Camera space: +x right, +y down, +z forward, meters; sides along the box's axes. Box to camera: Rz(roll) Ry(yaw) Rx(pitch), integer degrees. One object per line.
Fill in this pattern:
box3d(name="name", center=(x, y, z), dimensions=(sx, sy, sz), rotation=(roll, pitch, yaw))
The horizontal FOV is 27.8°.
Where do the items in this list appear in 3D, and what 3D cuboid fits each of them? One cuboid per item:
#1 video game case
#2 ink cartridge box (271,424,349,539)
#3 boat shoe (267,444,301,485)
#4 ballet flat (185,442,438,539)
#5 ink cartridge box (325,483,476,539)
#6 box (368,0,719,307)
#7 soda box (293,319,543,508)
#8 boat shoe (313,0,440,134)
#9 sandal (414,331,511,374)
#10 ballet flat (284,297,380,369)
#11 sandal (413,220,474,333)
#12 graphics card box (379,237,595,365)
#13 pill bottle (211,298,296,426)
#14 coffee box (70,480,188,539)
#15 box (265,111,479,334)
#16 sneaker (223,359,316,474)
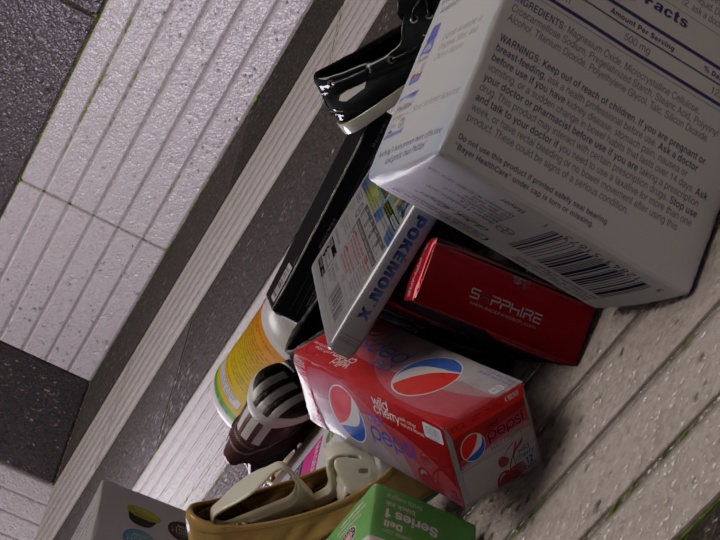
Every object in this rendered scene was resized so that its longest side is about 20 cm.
box3d(name="video game case", center=(0.023, -0.047, 1.044), dimensions=(0.182, 0.022, 0.200), rotation=(-59, 12, 11))
box3d(name="ink cartridge box", center=(-0.021, 0.206, 1.166), dimensions=(0.165, 0.075, 0.200), rotation=(-56, 14, 35))
box3d(name="boat shoe", center=(-0.057, 0.185, 1.373), dimensions=(0.071, 0.063, 0.200), rotation=(-40, 28, 56))
box3d(name="ballet flat", center=(-0.030, 0.158, 1.032), dimensions=(0.200, 0.063, 0.069), rotation=(-23, 21, -4))
box3d(name="ink cartridge box", center=(0.000, 0.265, 0.943), dimensions=(0.146, 0.084, 0.200), rotation=(-54, 15, 37))
box3d(name="box", center=(0.134, -0.107, 0.900), dimensions=(0.105, 0.184, 0.200), rotation=(-15, 49, 66))
box3d(name="soda box", center=(0.034, 0.090, 0.999), dimensions=(0.070, 0.063, 0.200), rotation=(-28, 25, -24))
box3d(name="boat shoe", center=(0.044, -0.194, 1.192), dimensions=(0.199, 0.066, 0.075), rotation=(-34, 19, 26))
box3d(name="sandal", center=(0.061, 0.084, 1.104), dimensions=(0.200, 0.075, 0.045), rotation=(135, 154, -75))
box3d(name="ballet flat", center=(0.000, 0.000, 1.202), dimensions=(0.066, 0.057, 0.200), rotation=(8, 67, 40))
box3d(name="sandal", center=(0.066, -0.016, 1.171), dimensions=(0.201, 0.057, 0.080), rotation=(73, -144, -49))
box3d(name="graphics card box", center=(0.070, 0.023, 1.045), dimensions=(0.200, 0.125, 0.051), rotation=(180, 110, -75))
box3d(name="pill bottle", center=(-0.066, 0.081, 1.496), dimensions=(0.200, 0.111, 0.111), rotation=(-53, 17, 40))
box3d(name="coffee box", center=(-0.178, 0.337, 1.236), dimensions=(0.200, 0.200, 0.198), rotation=(-60, 15, 20))
box3d(name="box", center=(0.024, -0.029, 1.297), dimensions=(0.200, 0.141, 0.079), rotation=(-62, 11, 6))
box3d(name="sneaker", center=(-0.060, 0.126, 1.295), dimensions=(0.116, 0.076, 0.200), rotation=(-54, -21, 25))
